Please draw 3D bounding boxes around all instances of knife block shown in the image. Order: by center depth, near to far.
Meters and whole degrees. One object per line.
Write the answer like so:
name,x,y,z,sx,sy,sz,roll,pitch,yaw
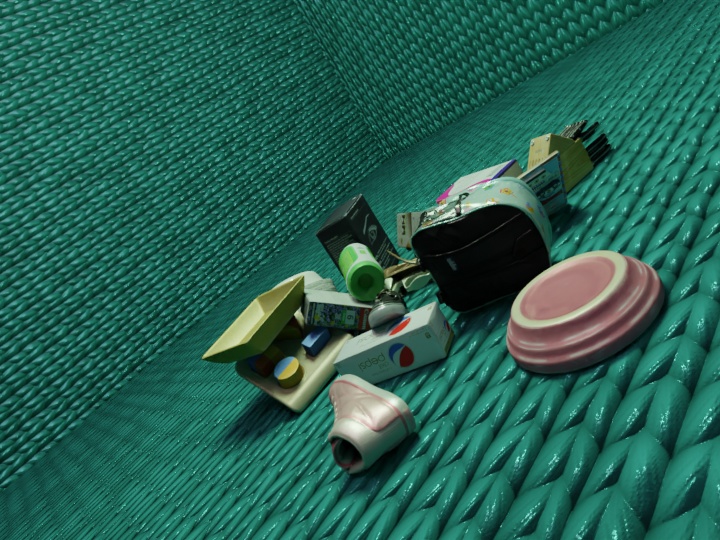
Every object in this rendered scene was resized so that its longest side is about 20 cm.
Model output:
knife block,0.429,-0.207,1.105,0.064,0.170,0.208,-177,96,-70

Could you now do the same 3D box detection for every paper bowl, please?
paper bowl,-0.152,0.078,1.333,0.196,0.107,0.201,-28,-9,-5

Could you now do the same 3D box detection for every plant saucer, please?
plant saucer,0.263,0.040,0.666,0.197,0.051,0.201,-34,14,9
plant saucer,-0.206,0.111,1.094,0.197,0.049,0.201,-23,21,46

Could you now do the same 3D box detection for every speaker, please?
speaker,0.000,0.000,1.159,0.087,0.090,0.200,-34,16,2

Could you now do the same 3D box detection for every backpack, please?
backpack,0.202,-0.048,0.853,0.196,0.178,0.154,-18,24,39

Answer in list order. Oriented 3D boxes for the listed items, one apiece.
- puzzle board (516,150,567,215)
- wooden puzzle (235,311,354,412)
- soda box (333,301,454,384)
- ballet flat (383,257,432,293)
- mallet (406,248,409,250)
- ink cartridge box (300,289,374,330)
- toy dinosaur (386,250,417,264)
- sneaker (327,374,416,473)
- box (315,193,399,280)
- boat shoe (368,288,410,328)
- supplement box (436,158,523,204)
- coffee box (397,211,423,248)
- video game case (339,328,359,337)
puzzle board,0.283,-0.107,0.974,0.197,0.151,0.018,-35,53,6
wooden puzzle,-0.133,0.159,1.060,0.196,0.047,0.185,20,54,38
soda box,0.052,0.127,0.877,0.197,0.064,0.068,-29,14,33
ballet flat,0.096,0.023,1.145,0.196,0.069,0.073,-23,27,29
mallet,0.195,-0.108,1.387,0.198,0.042,0.066,-29,15,45
ink cartridge box,-0.021,0.083,1.105,0.193,0.052,0.109,8,9,-15
toy dinosaur,0.161,-0.024,1.052,0.194,0.062,0.106,-18,27,-12
sneaker,-0.017,0.209,0.741,0.104,0.077,0.198,-35,16,-25
box,-0.003,-0.064,1.366,0.102,0.203,0.149,-26,15,29
boat shoe,0.048,0.064,0.952,0.067,0.058,0.200,-21,-10,8
supplement box,0.275,-0.159,1.205,0.101,0.105,0.199,-40,15,-20
coffee box,0.165,-0.089,1.189,0.110,0.083,0.199,-2,4,-16
video game case,-0.097,0.140,1.152,0.193,0.018,0.144,-10,21,12
